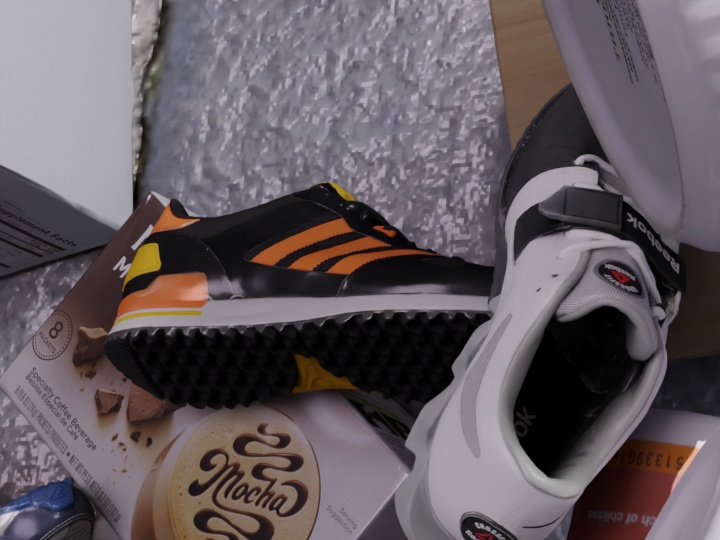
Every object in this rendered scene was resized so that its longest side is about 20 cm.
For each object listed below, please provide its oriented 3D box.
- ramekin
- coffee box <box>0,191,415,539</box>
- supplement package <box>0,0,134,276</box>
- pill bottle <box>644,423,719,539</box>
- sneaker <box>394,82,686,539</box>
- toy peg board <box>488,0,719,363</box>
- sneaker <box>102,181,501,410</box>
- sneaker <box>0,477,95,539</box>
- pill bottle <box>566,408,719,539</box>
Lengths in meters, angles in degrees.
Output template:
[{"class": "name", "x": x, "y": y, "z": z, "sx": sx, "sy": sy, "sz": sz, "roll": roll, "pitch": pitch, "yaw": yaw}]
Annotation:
[{"class": "ramekin", "x": 0.119, "y": -0.102, "z": 0.768, "sx": 0.105, "sy": 0.200, "sz": 0.200, "roll": -20, "pitch": 58, "yaw": -4}, {"class": "coffee box", "x": -0.049, "y": 0.074, "z": 1.010, "sx": 0.113, "sy": 0.080, "sz": 0.200, "roll": -50, "pitch": 53, "yaw": 9}, {"class": "supplement package", "x": -0.231, "y": -0.083, "z": 1.149, "sx": 0.200, "sy": 0.151, "sz": 0.152, "roll": -16, "pitch": 64, "yaw": 29}, {"class": "pill bottle", "x": 0.182, "y": 0.133, "z": 0.743, "sx": 0.200, "sy": 0.112, "sz": 0.112, "roll": 28, "pitch": 89, "yaw": 0}, {"class": "sneaker", "x": 0.082, "y": 0.008, "z": 0.829, "sx": 0.088, "sy": 0.074, "sz": 0.200, "roll": -36, "pitch": 30, "yaw": 59}, {"class": "toy peg board", "x": 0.166, "y": -0.072, "z": 0.925, "sx": 0.200, "sy": 0.098, "sz": 0.199, "roll": -13, "pitch": 81, "yaw": 31}, {"class": "sneaker", "x": 0.000, "y": 0.000, "z": 0.929, "sx": 0.200, "sy": 0.070, "sz": 0.090, "roll": -2, "pitch": 56, "yaw": 20}, {"class": "sneaker", "x": -0.135, "y": 0.172, "z": 1.012, "sx": 0.085, "sy": 0.077, "sz": 0.200, "roll": 39, "pitch": 131, "yaw": 25}, {"class": "pill bottle", "x": 0.114, "y": 0.157, "z": 0.846, "sx": 0.112, "sy": 0.112, "sz": 0.200, "roll": 6, "pitch": 76, "yaw": 36}]
